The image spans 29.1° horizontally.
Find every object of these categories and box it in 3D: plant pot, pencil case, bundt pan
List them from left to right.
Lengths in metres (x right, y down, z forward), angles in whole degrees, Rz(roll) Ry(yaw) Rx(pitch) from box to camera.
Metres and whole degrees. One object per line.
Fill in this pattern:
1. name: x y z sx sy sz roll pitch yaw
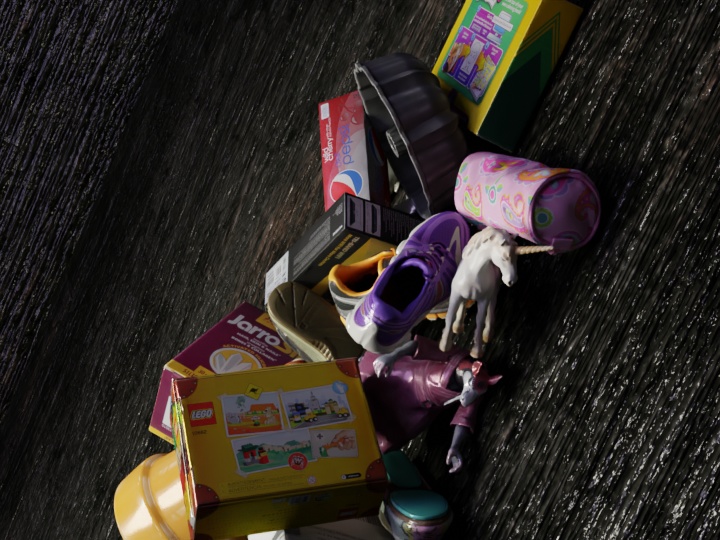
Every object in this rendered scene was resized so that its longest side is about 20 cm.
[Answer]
1. plant pot: -0.182 0.289 1.775 0.183 0.199 0.201 -43 31 18
2. bundt pan: 0.069 -0.160 1.598 0.075 0.204 0.202 -25 26 -5
3. pencil case: 0.164 -0.070 1.401 0.089 0.086 0.200 -68 22 1

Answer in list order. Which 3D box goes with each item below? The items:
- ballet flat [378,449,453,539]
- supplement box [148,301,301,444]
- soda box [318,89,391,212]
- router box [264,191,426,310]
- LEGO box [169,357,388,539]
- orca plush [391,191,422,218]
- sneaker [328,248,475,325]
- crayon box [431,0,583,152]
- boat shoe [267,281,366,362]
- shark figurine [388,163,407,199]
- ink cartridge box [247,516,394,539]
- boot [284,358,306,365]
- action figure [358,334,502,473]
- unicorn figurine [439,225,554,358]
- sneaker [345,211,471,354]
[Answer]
1. ballet flat: 0.048 0.248 1.434 0.200 0.068 0.072 -137 51 -70
2. supplement box: -0.148 0.144 1.709 0.200 0.130 0.104 -43 -25 -57
3. soda box: -0.005 -0.112 1.683 0.063 0.070 0.203 -15 60 21
4. router box: 0.000 0.000 1.617 0.200 0.155 0.053 -43 38 48
5. LEGO box: -0.085 0.180 1.411 0.078 0.197 0.150 103 157 -51
6. orca plush: 0.019 -0.044 1.730 0.200 0.071 0.106 -42 60 10
7. sneaker: 0.055 0.009 1.514 0.198 0.077 0.079 -20 44 17
8. crayon box: 0.160 -0.250 1.597 0.174 0.058 0.200 -63 23 13
9. boat shoe: -0.024 0.091 1.593 0.072 0.200 0.066 -50 -6 -17
10. shark figurine: 0.022 -0.126 1.774 0.216 0.089 0.129 -57 24 23
11. ink cartridge box: -0.035 0.305 1.454 0.085 0.144 0.201 -61 23 24
12. boot: -0.049 0.198 1.618 0.107 0.074 0.203 -82 -23 -83
13. action figure: 0.082 0.125 1.450 0.199 0.135 0.148 -19 9 46
14. unicorn figurine: 0.120 0.013 1.376 0.200 0.073 0.139 -112 32 -73
15. sneaker: 0.064 0.004 1.411 0.200 0.080 0.084 -52 -3 -40
